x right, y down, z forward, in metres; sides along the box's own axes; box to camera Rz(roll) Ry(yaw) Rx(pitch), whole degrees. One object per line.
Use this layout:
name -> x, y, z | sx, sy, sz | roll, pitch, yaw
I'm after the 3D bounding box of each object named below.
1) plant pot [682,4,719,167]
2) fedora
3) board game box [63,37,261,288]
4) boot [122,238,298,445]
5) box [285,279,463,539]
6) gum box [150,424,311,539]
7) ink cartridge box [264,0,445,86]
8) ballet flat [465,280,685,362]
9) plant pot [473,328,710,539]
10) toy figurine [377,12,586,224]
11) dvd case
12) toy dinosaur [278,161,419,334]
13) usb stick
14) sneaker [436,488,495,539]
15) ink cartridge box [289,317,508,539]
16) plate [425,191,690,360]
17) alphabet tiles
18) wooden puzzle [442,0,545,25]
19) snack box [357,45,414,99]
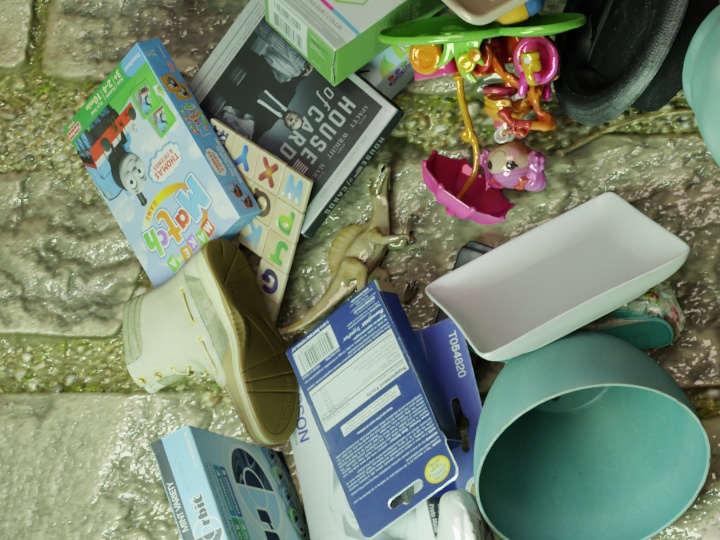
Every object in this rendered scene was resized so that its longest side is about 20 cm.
plant pot -> 0.362, -0.161, 1.587 | 0.201, 0.200, 0.134 | -53, 42, 3
fedora -> 0.260, -0.216, 1.664 | 0.200, 0.091, 0.202 | -38, 43, 46
board game box -> -0.195, -0.099, 1.803 | 0.151, 0.036, 0.201 | -41, 76, 40
boot -> -0.147, 0.091, 1.761 | 0.154, 0.072, 0.201 | -31, 74, 37
box -> 0.016, 0.125, 1.646 | 0.121, 0.032, 0.201 | -38, 60, 27
gum box -> -0.100, 0.235, 1.656 | 0.044, 0.200, 0.171 | -26, 69, 14
ink cartridge box -> 0.015, -0.274, 1.752 | 0.200, 0.059, 0.104 | -37, 67, -20
ballet flat -> 0.194, 0.044, 1.669 | 0.198, 0.076, 0.064 | -4, 45, 16
plant pot -> 0.186, 0.129, 1.593 | 0.199, 0.200, 0.135 | -28, 37, 13
toy figurine -> 0.121, -0.134, 1.683 | 0.199, 0.150, 0.186 | 2, 107, 34
dvd case -> -0.073, -0.150, 1.774 | 0.200, 0.025, 0.151 | 42, 99, 24
toy dinosaur -> 0.000, 0.000, 1.763 | 0.101, 0.058, 0.201 | 27, 83, 40
usb stick -> 0.087, 0.073, 1.712 | 0.055, 0.033, 0.202 | 17, 84, 25
sneaker -> 0.068, 0.281, 1.598 | 0.098, 0.078, 0.202 | 1, 112, 11
ink cartridge box -> 0.025, 0.162, 1.681 | 0.199, 0.040, 0.201 | -26, 68, 33
plate -> 0.170, 0.010, 1.614 | 0.198, 0.200, 0.032 | -28, 111, -4
alphabet tiles -> -0.137, -0.059, 1.794 | 0.199, 0.008, 0.168 | 33, 122, 29
wooden puzzle -> 0.151, -0.282, 1.658 | 0.199, 0.047, 0.185 | -26, 32, -6
snack box -> -0.046, -0.193, 1.815 | 0.200, 0.053, 0.142 | -44, 68, 6
